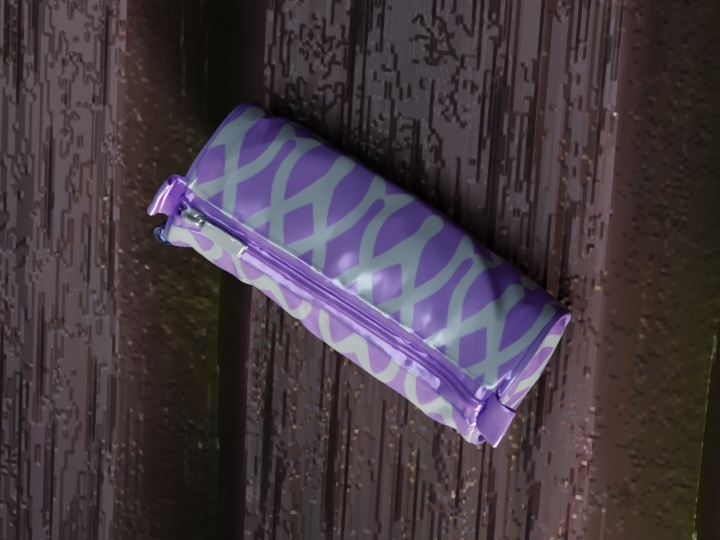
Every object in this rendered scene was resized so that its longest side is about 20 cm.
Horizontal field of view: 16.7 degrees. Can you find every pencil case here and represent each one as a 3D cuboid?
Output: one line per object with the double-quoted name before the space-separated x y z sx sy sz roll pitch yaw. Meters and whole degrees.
"pencil case" 0.000 0.000 1.135 0.199 0.085 0.084 31 115 11
